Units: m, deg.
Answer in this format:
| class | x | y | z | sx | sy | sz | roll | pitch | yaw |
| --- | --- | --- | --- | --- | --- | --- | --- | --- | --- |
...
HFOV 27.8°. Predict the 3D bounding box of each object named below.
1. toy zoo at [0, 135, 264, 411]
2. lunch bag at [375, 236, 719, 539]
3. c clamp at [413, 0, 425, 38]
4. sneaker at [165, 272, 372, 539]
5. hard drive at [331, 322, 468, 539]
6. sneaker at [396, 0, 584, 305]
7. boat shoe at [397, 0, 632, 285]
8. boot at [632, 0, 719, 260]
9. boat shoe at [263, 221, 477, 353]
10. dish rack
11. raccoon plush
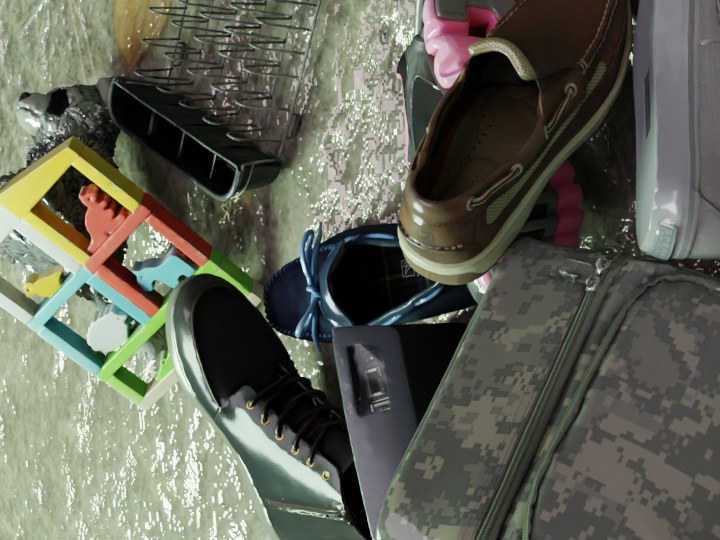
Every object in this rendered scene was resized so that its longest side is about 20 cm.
| class | x | y | z | sx | sy | sz | roll | pitch | yaw |
| --- | --- | --- | --- | --- | --- | --- | --- | --- | --- |
| toy zoo | -0.183 | -0.003 | 0.994 | 0.131 | 0.200 | 0.020 | -42 | 21 | 21 |
| lunch bag | 0.128 | 0.093 | 0.689 | 0.167 | 0.139 | 0.200 | 15 | 65 | 35 |
| c clamp | -0.048 | -0.203 | 0.839 | 0.199 | 0.027 | 0.171 | 10 | 120 | 1 |
| sneaker | -0.043 | 0.085 | 0.917 | 0.106 | 0.075 | 0.200 | -15 | 106 | 54 |
| hard drive | 0.049 | 0.124 | 0.818 | 0.042 | 0.135 | 0.201 | -18 | 80 | 28 |
| sneaker | 0.062 | -0.061 | 0.818 | 0.095 | 0.079 | 0.201 | -40 | 51 | 51 |
| boat shoe | 0.082 | -0.090 | 0.725 | 0.075 | 0.075 | 0.203 | 18 | 65 | 22 |
| boot | 0.185 | -0.095 | 0.703 | 0.074 | 0.095 | 0.201 | 91 | -176 | -69 |
| boat shoe | 0.000 | 0.000 | 0.892 | 0.200 | 0.069 | 0.084 | -23 | 79 | 44 |
| dish rack | -0.091 | -0.165 | 0.975 | 0.153 | 0.054 | 0.200 | 34 | 118 | 36 |
| raccoon plush | -0.193 | -0.045 | 1.085 | 0.097 | 0.134 | 0.200 | -9 | 123 | 39 |
